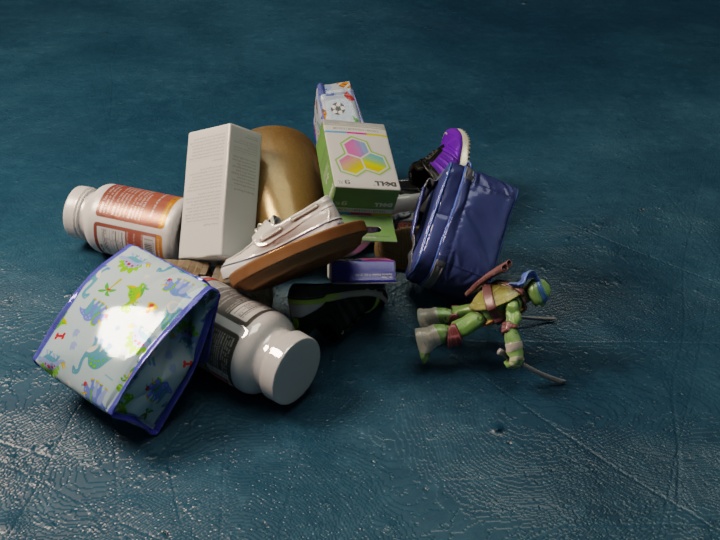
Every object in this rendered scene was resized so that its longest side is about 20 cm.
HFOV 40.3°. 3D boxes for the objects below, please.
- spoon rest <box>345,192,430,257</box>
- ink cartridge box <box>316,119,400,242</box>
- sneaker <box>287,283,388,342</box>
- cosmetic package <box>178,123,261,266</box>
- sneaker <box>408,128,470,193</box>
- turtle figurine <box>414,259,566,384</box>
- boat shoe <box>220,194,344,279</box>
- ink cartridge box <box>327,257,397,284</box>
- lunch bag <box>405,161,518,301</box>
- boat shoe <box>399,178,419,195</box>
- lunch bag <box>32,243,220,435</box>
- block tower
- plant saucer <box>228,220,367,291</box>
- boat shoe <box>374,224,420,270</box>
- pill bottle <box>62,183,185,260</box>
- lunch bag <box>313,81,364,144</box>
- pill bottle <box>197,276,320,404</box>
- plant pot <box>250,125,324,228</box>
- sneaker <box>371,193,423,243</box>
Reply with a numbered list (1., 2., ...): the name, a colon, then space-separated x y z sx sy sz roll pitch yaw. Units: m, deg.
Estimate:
1. spoon rest: 0.023 -0.082 1.540 0.198 0.100 0.061 -16 23 -22
2. ink cartridge box: -0.002 -0.138 1.485 0.103 0.060 0.201 2 50 -16
3. sneaker: -0.038 0.061 1.424 0.071 0.084 0.199 3 1 42
4. cosmetic package: -0.214 -0.113 1.505 0.101 0.203 0.071 -3 -11 41
5. sneaker: 0.132 -0.177 1.673 0.098 0.070 0.202 10 48 -6
6. turtle figurine: 0.182 0.094 1.374 0.192 0.201 0.145 -13 54 12
7. boat shoe: -0.118 -0.047 1.411 0.198 0.066 0.074 -23 -3 11
8. ink cartridge box: 0.000 0.000 1.460 0.093 0.038 0.200 0 5 -4
9. lunch bag: 0.143 -0.066 1.472 0.131 0.202 0.136 19 -12 -5
10. boat shoe: 0.134 -0.149 1.747 0.198 0.068 0.072 9 33 9
11. lunch bag: -0.289 0.079 1.259 0.169 0.127 0.201 24 81 30
12. block tower: -0.230 0.023 1.476 0.197 0.058 0.054 6 33 2
13. plant saucer: -0.081 -0.015 1.327 0.198 0.033 0.200 -23 -3 -1
14. boat shoe: 0.122 -0.042 1.592 0.197 0.074 0.065 -5 5 6
15. pill bottle: -0.366 -0.076 1.566 0.198 0.113 0.112 12 34 15
16. lunch bag: -0.036 -0.205 1.660 0.075 0.161 0.202 -5 68 -10
17. pill bottle: -0.159 0.095 1.312 0.199 0.117 0.116 25 39 31
18. plant pot: -0.128 -0.099 1.576 0.184 0.188 0.201 -9 45 -17
19. sneaker: 0.047 -0.076 1.625 0.199 0.076 0.084 -23 36 -33
